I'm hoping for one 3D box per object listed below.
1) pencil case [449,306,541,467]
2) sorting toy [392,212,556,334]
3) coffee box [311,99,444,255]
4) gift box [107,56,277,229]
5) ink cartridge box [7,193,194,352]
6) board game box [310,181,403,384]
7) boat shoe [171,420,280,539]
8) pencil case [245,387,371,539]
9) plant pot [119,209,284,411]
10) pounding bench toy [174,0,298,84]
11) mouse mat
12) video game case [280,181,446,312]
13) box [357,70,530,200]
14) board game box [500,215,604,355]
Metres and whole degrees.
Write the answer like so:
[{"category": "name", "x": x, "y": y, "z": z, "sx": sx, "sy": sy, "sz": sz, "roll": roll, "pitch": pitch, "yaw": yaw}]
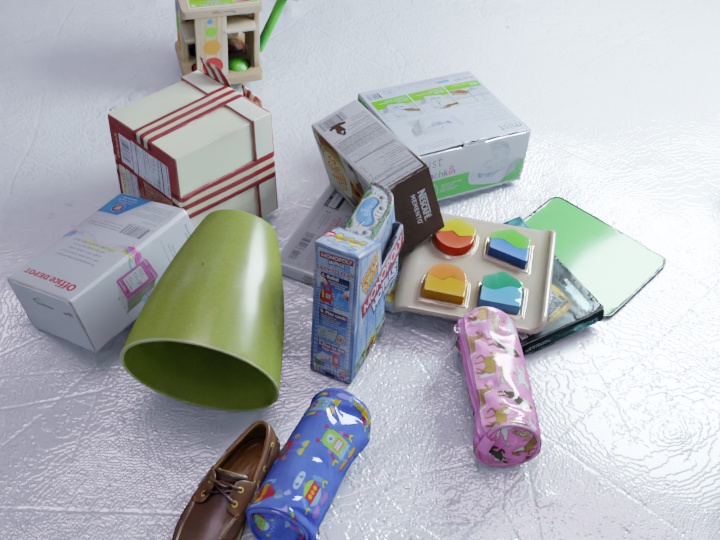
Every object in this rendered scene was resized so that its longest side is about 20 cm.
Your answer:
[{"category": "pencil case", "x": 0.162, "y": 0.140, "z": 1.427, "sx": 0.086, "sy": 0.083, "sz": 0.201, "roll": -13, "pitch": 46, "yaw": 4}, {"category": "sorting toy", "x": 0.153, "y": -0.006, "z": 1.564, "sx": 0.199, "sy": 0.037, "sz": 0.186, "roll": 7, "pitch": 47, "yaw": 8}, {"category": "coffee box", "x": 0.022, "y": -0.128, "z": 1.610, "sx": 0.079, "sy": 0.115, "sz": 0.200, "roll": -30, "pitch": 45, "yaw": -11}, {"category": "gift box", "x": -0.228, "y": -0.168, "z": 1.639, "sx": 0.186, "sy": 0.185, "sz": 0.200, "roll": -30, "pitch": 53, "yaw": -31}, {"category": "ink cartridge box", "x": -0.321, "y": -0.001, "z": 1.503, "sx": 0.144, "sy": 0.085, "sz": 0.200, "roll": 15, "pitch": 45, "yaw": 41}, {"category": "board game box", "x": 0.000, "y": 0.000, "z": 1.453, "sx": 0.061, "sy": 0.200, "sz": 0.201, "roll": 19, "pitch": 56, "yaw": 17}, {"category": "boat shoe", "x": -0.151, "y": 0.246, "z": 1.308, "sx": 0.072, "sy": 0.068, "sz": 0.200, "roll": 20, "pitch": 47, "yaw": 16}, {"category": "pencil case", "x": -0.053, "y": 0.225, "z": 1.328, "sx": 0.087, "sy": 0.078, "sz": 0.200, "roll": 35, "pitch": 47, "yaw": -4}, {"category": "plant pot", "x": -0.166, "y": 0.036, "z": 1.400, "sx": 0.186, "sy": 0.187, "sz": 0.201, "roll": 9, "pitch": 62, "yaw": 6}, {"category": "pounding bench toy", "x": -0.191, "y": -0.384, "z": 1.885, "sx": 0.199, "sy": 0.157, "sz": 0.125, "roll": -9, "pitch": 45, "yaw": -13}, {"category": "mouse mat", "x": 0.306, "y": -0.023, "z": 1.654, "sx": 0.200, "sy": 0.008, "sz": 0.161, "roll": 35, "pitch": 53, "yaw": 27}, {"category": "video game case", "x": 0.003, "y": -0.039, "z": 1.642, "sx": 0.181, "sy": 0.023, "sz": 0.200, "roll": 19, "pitch": 46, "yaw": 15}, {"category": "box", "x": 0.117, "y": -0.197, "z": 1.741, "sx": 0.199, "sy": 0.097, "sz": 0.177, "roll": -16, "pitch": 46, "yaw": -25}, {"category": "board game box", "x": 0.213, "y": 0.018, "z": 1.586, "sx": 0.135, "sy": 0.028, "sz": 0.200, "roll": -21, "pitch": 50, "yaw": -19}]
